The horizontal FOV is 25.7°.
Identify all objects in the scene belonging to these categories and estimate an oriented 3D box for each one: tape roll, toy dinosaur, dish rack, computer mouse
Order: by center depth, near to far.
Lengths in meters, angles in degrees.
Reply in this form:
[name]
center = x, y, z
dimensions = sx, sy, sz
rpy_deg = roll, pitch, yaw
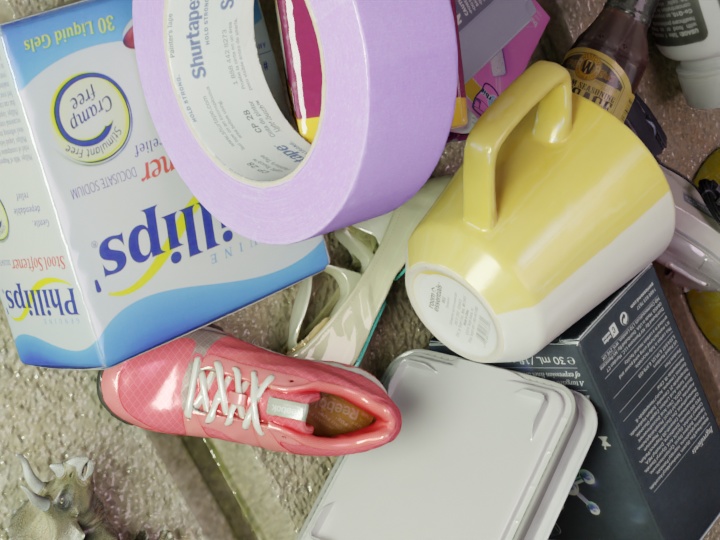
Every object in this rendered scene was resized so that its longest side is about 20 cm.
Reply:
[tape roll]
center = -0.040, -0.118, 0.839
dimensions = 0.065, 0.199, 0.202
rpy_deg = -20, 102, -38
[toy dinosaur]
center = -0.167, 0.204, 0.955
dimensions = 0.101, 0.077, 0.202
rpy_deg = -1, 95, -28
[dish rack]
center = 0.051, 0.142, 1.061
dimensions = 0.201, 0.171, 0.044
rpy_deg = -60, 142, -24
[computer mouse]
center = 0.250, -0.093, 1.265
dimensions = 0.200, 0.034, 0.059
rpy_deg = 40, 34, 1

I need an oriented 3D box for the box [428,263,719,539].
[box]
center = 0.168, 0.107, 1.174
dimensions = 0.107, 0.148, 0.201
rpy_deg = -41, 114, -36

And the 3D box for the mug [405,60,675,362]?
[mug]
center = 0.099, -0.033, 1.056
dimensions = 0.153, 0.149, 0.187
rpy_deg = -44, 113, -27

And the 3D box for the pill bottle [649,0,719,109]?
[pill bottle]
center = 0.286, -0.245, 1.307
dimensions = 0.114, 0.113, 0.201
rpy_deg = -35, 111, -35

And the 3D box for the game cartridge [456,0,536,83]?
[game cartridge]
center = 0.035, -0.226, 1.059
dimensions = 0.133, 0.041, 0.201
rpy_deg = -42, 113, -30

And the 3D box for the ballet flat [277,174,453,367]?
[ballet flat]
center = 0.000, 0.000, 1.098
dimensions = 0.069, 0.069, 0.201
rpy_deg = 44, 64, -30

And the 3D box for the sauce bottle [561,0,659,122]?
[sauce bottle]
center = 0.180, -0.142, 1.215
dimensions = 0.066, 0.066, 0.201
rpy_deg = 20, 92, -38

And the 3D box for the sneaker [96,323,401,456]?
[sneaker]
center = -0.064, 0.076, 0.994
dimensions = 0.198, 0.087, 0.074
rpy_deg = 9, 89, -17

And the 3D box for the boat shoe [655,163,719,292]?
[boat shoe]
center = 0.274, -0.017, 1.296
dimensions = 0.199, 0.069, 0.072
rpy_deg = 28, 37, -20

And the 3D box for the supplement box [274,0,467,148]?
[supplement box]
center = -0.004, -0.185, 0.941
dimensions = 0.102, 0.131, 0.202
rpy_deg = -8, 103, -2

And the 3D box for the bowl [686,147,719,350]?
[bowl]
center = 0.384, -0.019, 1.389
dimensions = 0.199, 0.107, 0.202
rpy_deg = 1, 88, -39

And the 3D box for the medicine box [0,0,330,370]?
[medicine box]
center = -0.136, -0.065, 0.954
dimensions = 0.181, 0.103, 0.202
rpy_deg = -25, 104, -38

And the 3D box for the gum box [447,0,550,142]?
[gum box]
center = 0.037, -0.199, 1.125
dimensions = 0.200, 0.066, 0.114
rpy_deg = 43, 61, -30
